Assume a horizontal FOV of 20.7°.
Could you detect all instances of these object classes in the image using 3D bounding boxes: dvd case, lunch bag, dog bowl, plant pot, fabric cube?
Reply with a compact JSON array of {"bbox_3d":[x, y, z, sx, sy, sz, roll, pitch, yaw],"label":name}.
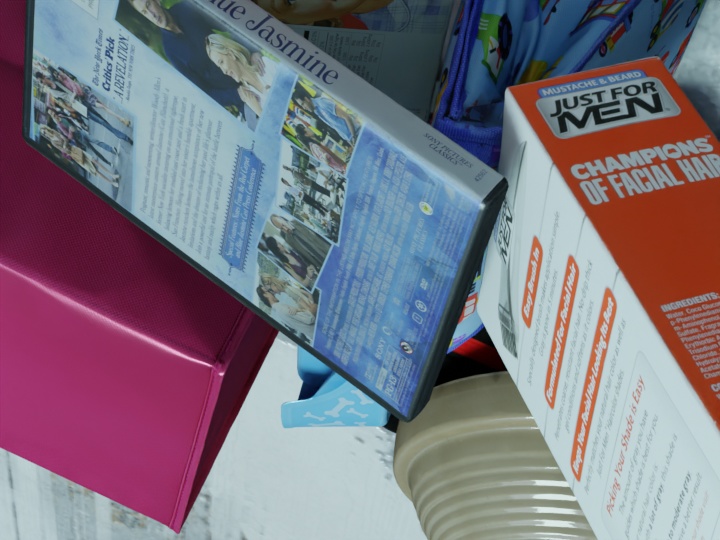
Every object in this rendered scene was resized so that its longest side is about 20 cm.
[{"bbox_3d":[-0.044,-0.041,0.716,0.199,0.018,0.143,36,147,13],"label":"dvd case"},{"bbox_3d":[0.067,-0.066,0.769,0.093,0.201,0.151,23,148,7],"label":"lunch bag"},{"bbox_3d":[0.000,0.000,0.885,0.049,0.112,0.201,11,149,4],"label":"dog bowl"},{"bbox_3d":[0.109,0.132,0.982,0.199,0.093,0.201,9,153,4],"label":"plant pot"},{"bbox_3d":[-0.129,-0.025,0.984,0.198,0.201,0.197,24,148,3],"label":"fabric cube"}]

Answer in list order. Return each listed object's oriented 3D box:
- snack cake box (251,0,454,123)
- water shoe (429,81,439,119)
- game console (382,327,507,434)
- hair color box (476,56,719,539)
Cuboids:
[{"bbox_3d":[-0.021,-0.128,0.724,0.114,0.068,0.201,4,143,-6],"label":"snack cake box"},{"bbox_3d":[0.026,-0.014,0.992,0.071,0.079,0.201,20,147,13],"label":"water shoe"},{"bbox_3d":[0.117,0.058,1.006,0.199,0.031,0.177,23,138,-27],"label":"game console"},{"bbox_3d":[0.105,0.038,0.632,0.063,0.201,0.111,-13,138,-16],"label":"hair color box"}]
